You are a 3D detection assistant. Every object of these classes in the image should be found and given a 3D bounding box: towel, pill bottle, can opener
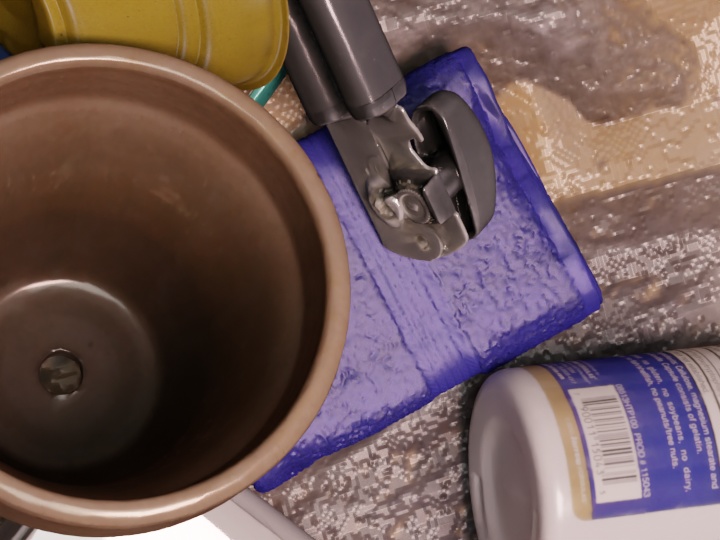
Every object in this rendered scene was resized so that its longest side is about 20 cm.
[{"bbox_3d":[0.000,0.000,1.200,0.200,0.050,0.148,-29,95,-8],"label":"towel"},{"bbox_3d":[0.163,0.097,1.209,0.200,0.120,0.120,-5,98,-16],"label":"pill bottle"},{"bbox_3d":[0.004,-0.096,1.134,0.067,0.053,0.200,-42,117,-38],"label":"can opener"}]

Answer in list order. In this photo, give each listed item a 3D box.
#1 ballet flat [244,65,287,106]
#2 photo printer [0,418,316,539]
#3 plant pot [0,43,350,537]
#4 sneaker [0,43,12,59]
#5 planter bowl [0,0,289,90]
[{"bbox_3d":[-0.022,-0.158,1.166,0.070,0.067,0.200,41,84,2],"label":"ballet flat"},{"bbox_3d":[-0.090,0.180,1.186,0.200,0.069,0.166,40,87,-14],"label":"photo printer"},{"bbox_3d":[-0.117,0.026,1.057,0.200,0.175,0.201,4,72,-12],"label":"plant pot"},{"bbox_3d":[-0.177,-0.097,1.135,0.200,0.066,0.078,48,123,-2],"label":"sneaker"},{"bbox_3d":[-0.124,-0.144,1.056,0.083,0.200,0.201,-36,104,-22],"label":"planter bowl"}]
